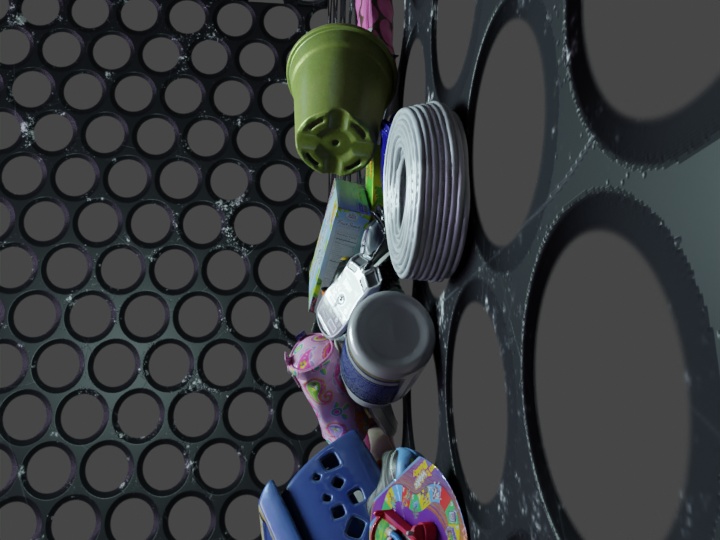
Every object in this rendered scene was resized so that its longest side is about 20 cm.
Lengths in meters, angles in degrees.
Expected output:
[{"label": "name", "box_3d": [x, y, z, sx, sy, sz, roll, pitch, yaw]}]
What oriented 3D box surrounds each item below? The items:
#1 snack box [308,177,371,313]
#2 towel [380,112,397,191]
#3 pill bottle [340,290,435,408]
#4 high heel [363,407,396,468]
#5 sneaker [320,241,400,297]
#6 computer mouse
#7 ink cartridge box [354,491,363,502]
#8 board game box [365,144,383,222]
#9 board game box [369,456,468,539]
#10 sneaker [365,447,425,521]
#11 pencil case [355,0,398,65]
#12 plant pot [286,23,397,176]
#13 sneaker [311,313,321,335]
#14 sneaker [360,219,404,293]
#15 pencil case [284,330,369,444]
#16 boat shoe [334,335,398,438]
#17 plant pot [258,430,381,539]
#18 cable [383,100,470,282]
[{"label": "snack box", "box_3d": [-0.042, -0.044, 1.135, 0.169, 0.066, 0.203, -99, 23, -64]}, {"label": "towel", "box_3d": [0.058, -0.147, 0.928, 0.201, 0.048, 0.150, -105, 18, -67]}, {"label": "pill bottle", "box_3d": [0.030, 0.119, 0.862, 0.201, 0.113, 0.118, 104, 165, -63]}, {"label": "high heel", "box_3d": [0.041, 0.327, 1.074, 0.097, 0.066, 0.202, 68, -168, -46]}, {"label": "sneaker", "box_3d": [0.000, 0.000, 0.966, 0.201, 0.069, 0.091, -51, 56, 31]}, {"label": "computer mouse", "box_3d": [0.004, 0.016, 0.883, 0.201, 0.043, 0.110, -53, 52, 27]}, {"label": "ink cartridge box", "box_3d": [0.004, 0.494, 1.180, 0.147, 0.084, 0.203, 101, 169, -55]}, {"label": "board game box", "box_3d": [0.036, -0.120, 1.123, 0.102, 0.047, 0.204, -128, 39, -79]}, {"label": "board game box", "box_3d": [0.045, 0.312, 0.704, 0.201, 0.038, 0.160, -55, 38, 39]}, {"label": "sneaker", "box_3d": [0.048, 0.332, 0.809, 0.082, 0.070, 0.204, -4, 80, 59]}, {"label": "pencil case", "box_3d": [0.022, -0.451, 1.121, 0.093, 0.089, 0.204, 23, -121, -56]}, {"label": "plant pot", "box_3d": [-0.035, -0.267, 1.035, 0.202, 0.196, 0.187, 99, 175, -50]}, {"label": "sneaker", "box_3d": [-0.057, 0.170, 1.169, 0.116, 0.074, 0.204, 110, 157, -66]}, {"label": "sneaker", "box_3d": [0.049, 0.017, 1.012, 0.087, 0.073, 0.204, -2, 89, 60]}, {"label": "pencil case", "box_3d": [-0.050, 0.193, 0.990, 0.088, 0.086, 0.202, -99, -11, -57]}, {"label": "boat shoe", "box_3d": [0.025, 0.179, 1.016, 0.202, 0.068, 0.072, 64, 167, -13]}, {"label": "plant pot", "box_3d": [-0.043, 0.395, 0.930, 0.201, 0.177, 0.202, 54, 152, 35]}, {"label": "cable", "box_3d": [0.072, -0.089, 0.712, 0.200, 0.068, 0.204, 150, 120, -82]}]
